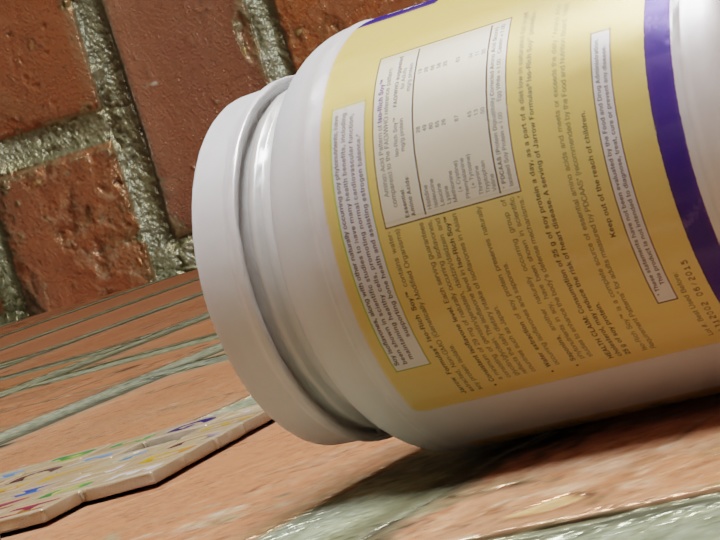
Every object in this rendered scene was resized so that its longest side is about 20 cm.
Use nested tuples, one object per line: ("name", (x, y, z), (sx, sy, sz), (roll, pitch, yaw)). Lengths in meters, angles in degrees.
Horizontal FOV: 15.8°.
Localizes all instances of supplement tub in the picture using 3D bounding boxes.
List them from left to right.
("supplement tub", (0.062, -0.023, 0.827), (0.199, 0.146, 0.145), (-15, 3, 30))

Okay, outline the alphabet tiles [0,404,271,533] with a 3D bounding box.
("alphabet tiles", (-0.135, 0.094, 1.132), (0.167, 0.008, 0.200), (-16, 3, 21))
